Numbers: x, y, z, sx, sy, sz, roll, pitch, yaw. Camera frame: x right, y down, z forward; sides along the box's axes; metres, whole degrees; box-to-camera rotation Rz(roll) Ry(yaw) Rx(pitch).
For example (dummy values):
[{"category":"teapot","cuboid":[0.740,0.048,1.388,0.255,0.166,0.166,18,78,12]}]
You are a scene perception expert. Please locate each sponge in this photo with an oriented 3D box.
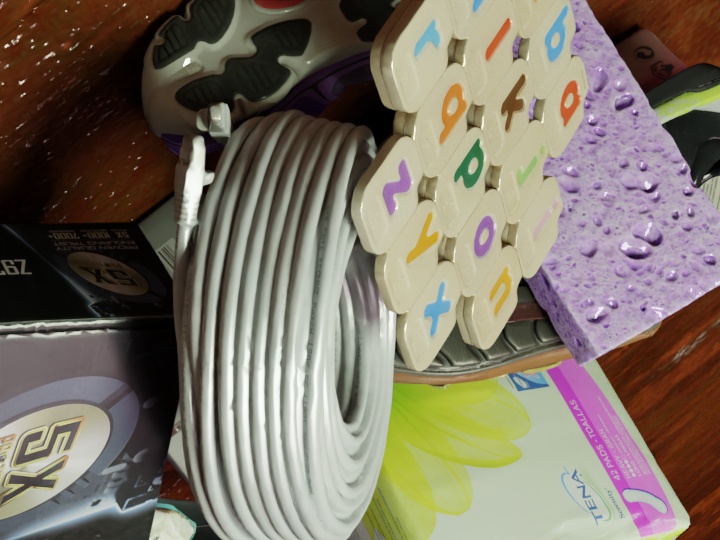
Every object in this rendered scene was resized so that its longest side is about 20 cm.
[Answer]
[{"category":"sponge","cuboid":[0.112,-0.060,0.989,0.112,0.200,0.030,-27,171,-23]}]

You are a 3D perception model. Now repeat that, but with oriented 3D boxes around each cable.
[{"category":"cable","cuboid":[-0.028,0.027,0.841,0.200,0.069,0.200,-4,96,-78]}]

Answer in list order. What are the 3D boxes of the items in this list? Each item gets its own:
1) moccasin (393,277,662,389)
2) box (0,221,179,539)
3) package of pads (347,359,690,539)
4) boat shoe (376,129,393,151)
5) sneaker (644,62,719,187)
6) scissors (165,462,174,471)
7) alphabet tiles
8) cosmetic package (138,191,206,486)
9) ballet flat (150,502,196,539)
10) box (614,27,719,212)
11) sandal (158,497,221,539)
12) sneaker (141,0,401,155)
[{"category":"moccasin","cuboid":[0.064,0.026,1.002,0.201,0.074,0.078,-12,167,-26]},{"category":"box","cuboid":[-0.180,0.085,0.843,0.164,0.086,0.200,-1,122,-28]},{"category":"package of pads","cuboid":[0.074,0.117,1.038,0.200,0.155,0.068,-5,145,-35]},{"category":"boat shoe","cuboid":[0.069,-0.082,1.061,0.200,0.069,0.057,-30,-173,-35]},{"category":"sneaker","cuboid":[0.150,-0.042,1.043,0.200,0.083,0.072,-32,169,-6]},{"category":"scissors","cuboid":[-0.128,0.123,1.158,0.200,0.014,0.073,-22,150,-36]},{"category":"alphabet tiles","cuboid":[0.054,-0.059,0.862,0.196,0.015,0.200,-56,144,-31]},{"category":"cosmetic package","cuboid":[-0.085,0.050,1.020,0.107,0.090,0.200,-41,152,-8]},{"category":"ballet flat","cuboid":[-0.165,0.191,1.062,0.200,0.072,0.072,-26,169,40]},{"category":"box","cuboid":[0.133,-0.036,1.155,0.200,0.109,0.128,-33,154,-15]},{"category":"sandal","cuboid":[-0.123,0.167,1.103,0.200,0.043,0.076,15,141,-26]},{"category":"sneaker","cuboid":[-0.016,-0.116,0.890,0.200,0.081,0.083,-24,164,-13]}]
